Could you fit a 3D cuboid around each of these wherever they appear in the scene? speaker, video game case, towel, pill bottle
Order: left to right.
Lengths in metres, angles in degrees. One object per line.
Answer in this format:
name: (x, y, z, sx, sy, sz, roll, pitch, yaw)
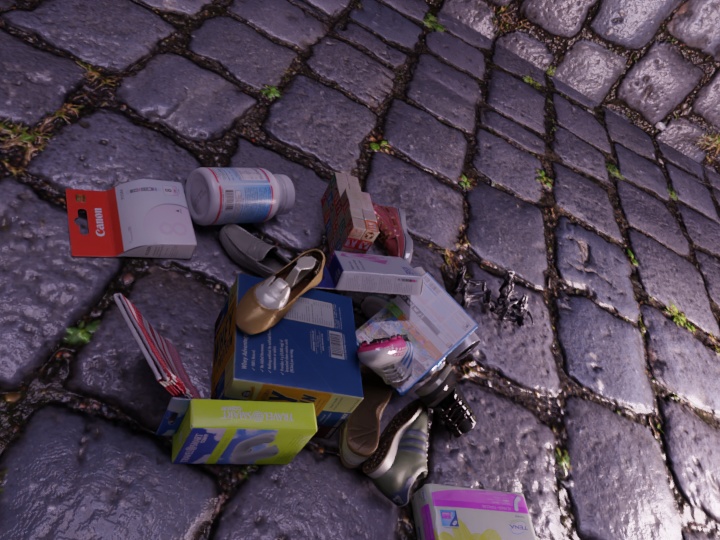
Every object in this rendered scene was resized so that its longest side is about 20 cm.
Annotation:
towel: (-0.273, 0.122, 0.837, 0.023, 0.200, 0.144, -32, 68, -14)
pill bottle: (-0.231, -0.147, 1.175, 0.199, 0.109, 0.109, -8, 55, -44)
video game case: (0.099, 0.114, 1.107, 0.200, 0.018, 0.143, -38, 75, -18)
speaker: (0.153, 0.091, 1.217, 0.081, 0.081, 0.200, -18, 61, -42)

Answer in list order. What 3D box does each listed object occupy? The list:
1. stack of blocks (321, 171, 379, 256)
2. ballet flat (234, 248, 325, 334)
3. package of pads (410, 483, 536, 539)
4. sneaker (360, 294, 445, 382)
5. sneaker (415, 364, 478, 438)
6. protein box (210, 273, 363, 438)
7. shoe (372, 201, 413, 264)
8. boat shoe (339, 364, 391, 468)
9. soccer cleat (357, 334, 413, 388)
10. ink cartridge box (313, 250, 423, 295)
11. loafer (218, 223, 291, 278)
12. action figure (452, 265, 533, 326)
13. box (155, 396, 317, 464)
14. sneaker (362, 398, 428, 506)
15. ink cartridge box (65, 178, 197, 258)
stack of blocks: (-0.027, -0.119, 1.279, 0.058, 0.115, 0.201, 10, 45, -24)
ballet flat: (-0.119, 0.022, 0.915, 0.068, 0.063, 0.200, 37, 39, 6)
package of pads: (0.184, 0.421, 0.924, 0.199, 0.068, 0.155, 13, 44, -22)
sneaker: (0.067, 0.129, 1.135, 0.200, 0.075, 0.087, 43, 47, 12)
sneaker: (0.157, 0.227, 1.025, 0.106, 0.075, 0.200, 52, 2, 17)
protein box: (-0.121, 0.138, 0.952, 0.199, 0.135, 0.199, 13, 44, -22)
shoe: (0.056, -0.078, 1.332, 0.090, 0.072, 0.201, 16, 38, -18)
boat shoe: (0.002, 0.235, 0.990, 0.074, 0.067, 0.200, 27, 34, -2)
soccer cleat: (0.052, 0.150, 0.978, 0.200, 0.069, 0.087, 13, 65, -71)
ink cartridge box: (0.000, 0.000, 1.126, 0.199, 0.044, 0.196, 6, 11, -10)
loafer: (-0.180, -0.026, 1.124, 0.200, 0.070, 0.070, 38, 41, 5)
action figure: (0.315, 0.057, 1.341, 0.199, 0.102, 0.119, 18, 31, -14)
box: (-0.175, 0.227, 0.841, 0.199, 0.122, 0.048, 9, 48, -26)
sneaker: (0.076, 0.301, 0.985, 0.090, 0.067, 0.200, 55, 33, -4)
ink cartridge box: (-0.406, -0.096, 1.066, 0.199, 0.057, 0.163, 4, 49, -36)
